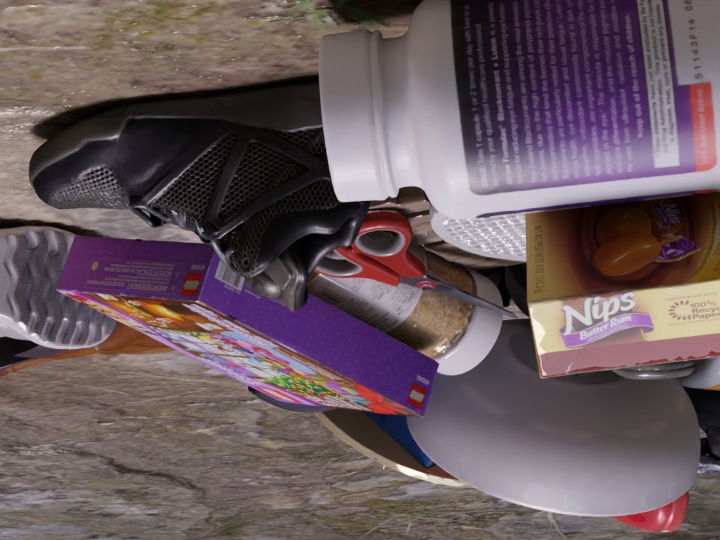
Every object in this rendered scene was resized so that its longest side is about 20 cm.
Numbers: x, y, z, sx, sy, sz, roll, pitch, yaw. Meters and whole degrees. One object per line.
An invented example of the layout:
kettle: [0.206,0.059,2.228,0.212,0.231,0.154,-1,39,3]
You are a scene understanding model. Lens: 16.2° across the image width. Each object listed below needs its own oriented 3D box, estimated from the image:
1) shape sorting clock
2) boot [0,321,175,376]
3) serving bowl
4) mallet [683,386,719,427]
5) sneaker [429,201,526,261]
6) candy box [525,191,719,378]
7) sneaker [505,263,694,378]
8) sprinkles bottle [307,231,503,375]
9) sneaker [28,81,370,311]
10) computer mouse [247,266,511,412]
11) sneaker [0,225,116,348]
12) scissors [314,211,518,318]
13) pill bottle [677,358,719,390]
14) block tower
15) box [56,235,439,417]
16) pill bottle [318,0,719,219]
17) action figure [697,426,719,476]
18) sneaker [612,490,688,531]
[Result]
shape sorting clock: [0.045,0.093,1.846,0.199,0.200,0.039,4,123,-34]
boot: [-0.213,0.042,1.814,0.188,0.069,0.200,-24,166,34]
serving bowl: [0.134,0.084,1.677,0.199,0.066,0.200,9,-155,-4]
mallet: [0.210,0.062,1.848,0.066,0.041,0.200,14,-165,-19]
sneaker: [0.113,-0.048,1.459,0.199,0.080,0.078,11,157,-44]
candy box: [0.143,-0.036,1.287,0.116,0.201,0.057,-7,130,9]
sneaker: [0.159,-0.009,1.646,0.076,0.115,0.199,-1,-166,-20]
sprinkles bottle: [0.000,0.000,1.542,0.068,0.069,0.200,-17,147,41]
sneaker: [-0.087,-0.034,1.378,0.198,0.115,0.076,-5,165,11]
computer mouse: [0.025,0.052,1.746,0.140,0.046,0.200,-15,-169,43]
sneaker: [-0.243,0.003,1.608,0.199,0.075,0.082,14,172,-39]
scissors: [0.026,0.004,1.505,0.073,0.014,0.200,-17,156,21]
pill bottle: [0.303,0.029,1.768,0.199,0.117,0.116,5,164,-34]
block tower: [0.054,-0.044,1.507,0.054,0.058,0.200,-11,167,27]
box: [-0.067,0.035,1.534,0.136,0.039,0.200,4,161,47]
pill bottle: [0.083,-0.084,1.226,0.199,0.112,0.111,-6,167,5]
action figure: [0.278,0.098,1.859,0.118,0.201,0.102,-16,148,9]
sneaker: [0.123,0.130,1.740,0.115,0.079,0.200,-14,-147,-39]
